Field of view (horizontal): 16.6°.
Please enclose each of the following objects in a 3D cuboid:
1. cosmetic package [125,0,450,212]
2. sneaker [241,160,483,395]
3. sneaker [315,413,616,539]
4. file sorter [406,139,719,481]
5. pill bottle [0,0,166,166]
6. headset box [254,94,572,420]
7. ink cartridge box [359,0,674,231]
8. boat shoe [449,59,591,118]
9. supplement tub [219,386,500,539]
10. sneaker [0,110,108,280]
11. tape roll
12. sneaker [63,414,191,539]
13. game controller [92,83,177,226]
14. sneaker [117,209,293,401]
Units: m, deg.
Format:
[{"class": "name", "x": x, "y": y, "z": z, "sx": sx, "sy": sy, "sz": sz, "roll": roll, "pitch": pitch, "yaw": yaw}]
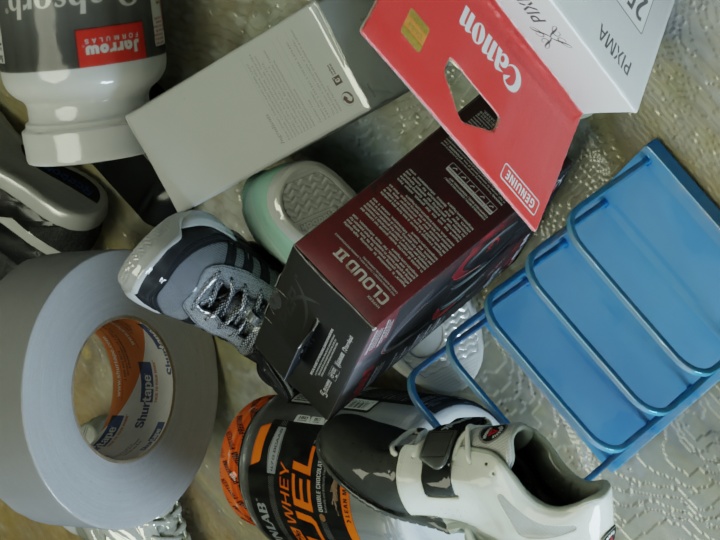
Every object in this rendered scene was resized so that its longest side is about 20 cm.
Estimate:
[{"class": "cosmetic package", "x": -0.046, "y": -0.121, "z": 1.614, "sx": 0.200, "sy": 0.113, "sz": 0.081, "roll": -24, "pitch": 96, "yaw": 41}, {"class": "sneaker", "x": 0.000, "y": -0.001, "z": 1.681, "sx": 0.201, "sy": 0.074, "sz": 0.118, "roll": 48, "pitch": 169, "yaw": -16}, {"class": "sneaker", "x": 0.068, "y": 0.118, "z": 1.506, "sx": 0.199, "sy": 0.074, "sz": 0.089, "roll": 23, "pitch": 125, "yaw": 16}, {"class": "file sorter", "x": 0.145, "y": 0.046, "z": 1.538, "sx": 0.139, "sy": 0.123, "sz": 0.200, "roll": 49, "pitch": 133, "yaw": 7}, {"class": "pill bottle", "x": -0.193, "y": -0.178, "z": 1.677, "sx": 0.115, "sy": 0.116, "sz": 0.201, "roll": 1, "pitch": 102, "yaw": 38}, {"class": "headset box", "x": 0.023, "y": -0.004, "z": 1.530, "sx": 0.075, "sy": 0.200, "sz": 0.149, "roll": 46, "pitch": 153, "yaw": 11}, {"class": "ink cartridge box", "x": 0.096, "y": -0.148, "z": 1.385, "sx": 0.045, "sy": 0.177, "sz": 0.200, "roll": 1, "pitch": 149, "yaw": 38}, {"class": "boat shoe", "x": 0.073, "y": -0.169, "z": 1.519, "sx": 0.200, "sy": 0.072, "sz": 0.068, "roll": 43, "pitch": 126, "yaw": 14}, {"class": "supplement tub", "x": 0.001, "y": 0.140, "z": 1.691, "sx": 0.200, "sy": 0.122, "sz": 0.123, "roll": 3, "pitch": 114, "yaw": 49}, {"class": "sneaker", "x": -0.287, "y": -0.055, "z": 1.865, "sx": 0.200, "sy": 0.073, "sz": 0.112, "roll": 36, "pitch": 128, "yaw": 18}, {"class": "tape roll", "x": -0.193, "y": 0.085, "z": 1.774, "sx": 0.066, "sy": 0.200, "sz": 0.201, "roll": -1, "pitch": 111, "yaw": 38}, {"class": "sneaker", "x": -0.167, "y": 0.198, "z": 1.900, "sx": 0.200, "sy": 0.078, "sz": 0.099, "roll": 48, "pitch": 130, "yaw": 7}, {"class": "game controller", "x": -0.186, "y": -0.121, "z": 1.782, "sx": 0.200, "sy": 0.042, "sz": 0.104, "roll": 48, "pitch": 147, "yaw": 9}, {"class": "sneaker", "x": -0.078, "y": 0.025, "z": 1.662, "sx": 0.114, "sy": 0.200, "sz": 0.076, "roll": 42, "pitch": 100, "yaw": 23}]
